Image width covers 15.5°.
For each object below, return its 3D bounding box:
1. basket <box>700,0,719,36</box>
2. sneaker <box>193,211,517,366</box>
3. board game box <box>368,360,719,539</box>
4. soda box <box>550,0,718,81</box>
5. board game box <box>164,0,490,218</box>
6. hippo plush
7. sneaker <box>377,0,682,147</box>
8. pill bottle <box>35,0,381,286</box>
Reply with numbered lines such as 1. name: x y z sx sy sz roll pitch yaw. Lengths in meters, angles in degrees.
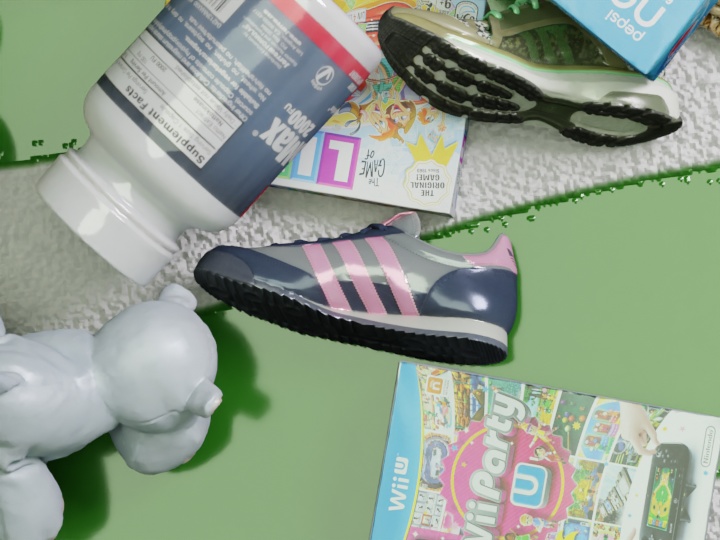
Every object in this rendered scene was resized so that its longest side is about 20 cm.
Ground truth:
1. basket: 0.296 -0.212 1.593 0.199 0.149 0.143 25 56 7
2. sneaker: 0.000 0.000 1.625 0.198 0.070 0.083 13 72 4
3. board game box: 0.110 0.144 1.599 0.198 0.064 0.149 10 87 8
4. soda box: 0.113 -0.200 1.555 0.200 0.064 0.068 40 96 8
5. board game box: -0.029 -0.116 1.644 0.198 0.034 0.136 9 88 7
6. hippo plush: -0.171 0.057 1.597 0.160 0.201 0.160 -18 53 -14
7. sneaker: 0.102 -0.137 1.602 0.199 0.077 0.089 14 65 -21
8. pill bottle: -0.094 -0.094 1.573 0.120 0.120 0.200 43 93 7
